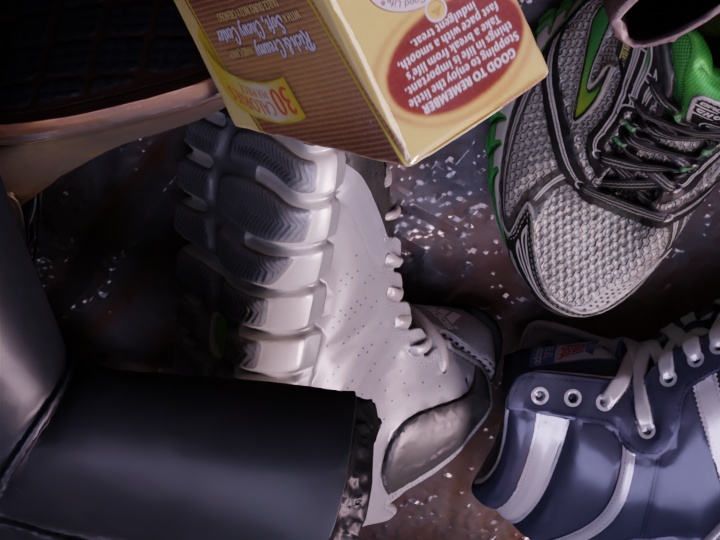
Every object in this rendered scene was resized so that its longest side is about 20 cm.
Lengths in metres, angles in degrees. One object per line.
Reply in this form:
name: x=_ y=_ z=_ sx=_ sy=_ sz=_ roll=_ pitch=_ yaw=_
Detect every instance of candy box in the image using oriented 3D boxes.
candy box: x=-0.033 y=-0.131 z=0.809 sx=0.055 sy=0.115 sz=0.200 roll=-33 pitch=111 yaw=-19

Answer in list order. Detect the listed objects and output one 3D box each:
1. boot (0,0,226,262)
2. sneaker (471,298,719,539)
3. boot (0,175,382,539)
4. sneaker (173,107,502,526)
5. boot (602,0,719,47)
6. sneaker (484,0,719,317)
boot: x=-0.113 y=-0.034 z=0.950 sx=0.200 sy=0.075 sz=0.097 roll=-9 pitch=134 yaw=19
sneaker: x=0.120 y=0.028 z=1.000 sx=0.108 sy=0.070 sz=0.200 roll=36 pitch=106 yaw=-3
boot: x=-0.076 y=0.030 z=0.890 sx=0.168 sy=0.076 sz=0.200 roll=8 pitch=123 yaw=2
sneaker: x=0.000 y=0.000 z=0.988 sx=0.115 sy=0.075 sz=0.200 roll=-5 pitch=116 yaw=-34
boot: x=0.060 y=-0.115 z=0.824 sx=0.200 sy=0.166 sz=0.072 roll=-34 pitch=121 yaw=23
sneaker: x=0.094 y=-0.061 z=0.920 sx=0.078 sy=0.085 sz=0.200 roll=13 pitch=128 yaw=-11
